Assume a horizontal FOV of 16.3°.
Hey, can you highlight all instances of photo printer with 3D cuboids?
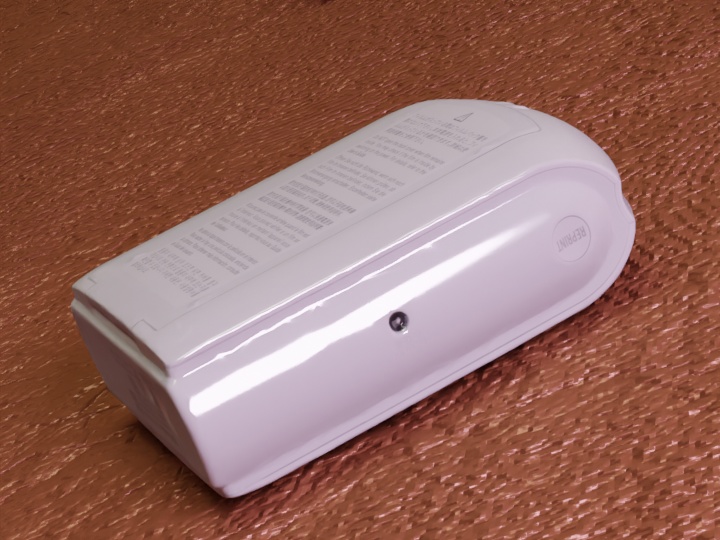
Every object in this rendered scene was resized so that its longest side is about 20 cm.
[{"bbox_3d":[0.000,0.000,0.963,0.199,0.070,0.166,-29,19,-14],"label":"photo printer"}]
